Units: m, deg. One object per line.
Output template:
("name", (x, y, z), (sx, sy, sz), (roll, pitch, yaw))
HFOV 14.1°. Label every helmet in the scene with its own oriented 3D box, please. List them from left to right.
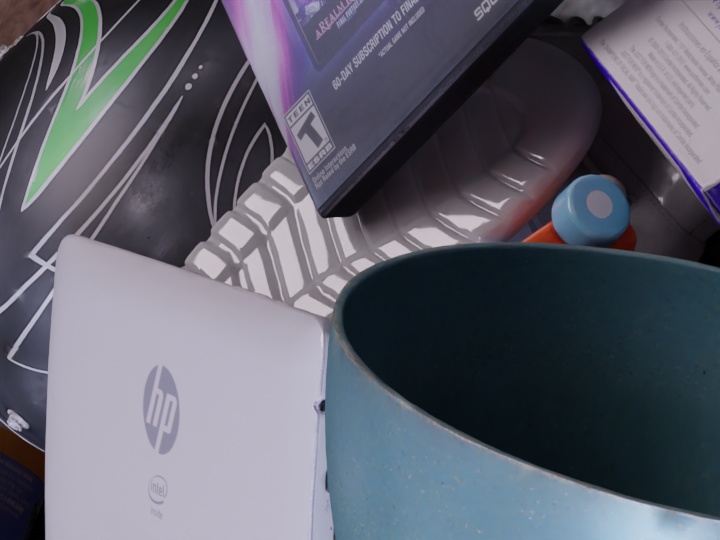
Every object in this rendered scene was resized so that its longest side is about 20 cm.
("helmet", (-0.060, -0.021, 1.102), (0.200, 0.200, 0.191), (-49, 22, 19))

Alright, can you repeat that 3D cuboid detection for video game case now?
("video game case", (-0.008, -0.140, 0.954), (0.143, 0.019, 0.201), (-45, 61, 39))

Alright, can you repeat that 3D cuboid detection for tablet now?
("tablet", (-0.058, 0.064, 0.918), (0.200, 0.014, 0.131), (16, 106, 60))

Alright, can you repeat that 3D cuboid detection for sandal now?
("sandal", (-0.003, -0.006, 0.990), (0.202, 0.050, 0.083), (-37, 59, 6))

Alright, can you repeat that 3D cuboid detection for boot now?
("boot", (0.083, -0.064, 1.050), (0.096, 0.073, 0.200), (-42, 42, 18))

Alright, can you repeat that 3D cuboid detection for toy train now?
("toy train", (0.017, 0.050, 0.950), (0.150, 0.056, 0.200), (-34, -6, -36))

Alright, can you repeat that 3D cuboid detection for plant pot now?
("plant pot", (0.079, 0.090, 0.814), (0.200, 0.199, 0.135), (-133, 50, -60))

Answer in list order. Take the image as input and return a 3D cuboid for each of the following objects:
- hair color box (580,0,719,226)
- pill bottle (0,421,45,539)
("hair color box", (0.175, -0.089, 0.873), (0.200, 0.065, 0.109), (-39, 33, 6))
("pill bottle", (-0.216, 0.147, 1.269), (0.112, 0.112, 0.201), (-3, 63, 56))
